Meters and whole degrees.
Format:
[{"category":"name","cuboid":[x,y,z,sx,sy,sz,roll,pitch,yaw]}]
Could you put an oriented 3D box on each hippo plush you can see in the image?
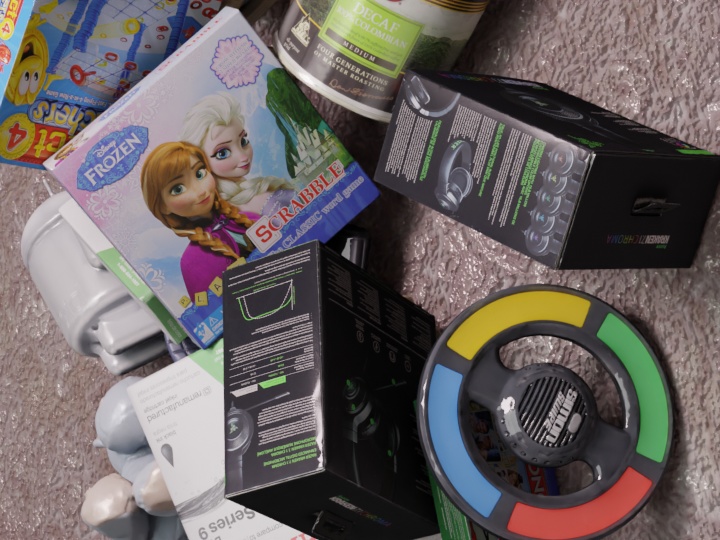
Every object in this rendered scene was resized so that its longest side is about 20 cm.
[{"category":"hippo plush","cuboid":[-0.169,0.181,1.792,0.159,0.200,0.161,-13,54,2]}]

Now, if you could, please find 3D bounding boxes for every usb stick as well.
[{"category":"usb stick","cuboid":[-0.022,0.059,1.662,0.055,0.033,0.200,13,101,41]}]

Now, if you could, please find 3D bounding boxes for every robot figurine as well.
[{"category":"robot figurine","cuboid":[-0.250,0.002,1.859,0.200,0.113,0.170,57,159,27]}]

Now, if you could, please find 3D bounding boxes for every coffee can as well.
[{"category":"coffee can","cuboid":[0.035,-0.239,1.575,0.146,0.146,0.200,45,119,33]}]

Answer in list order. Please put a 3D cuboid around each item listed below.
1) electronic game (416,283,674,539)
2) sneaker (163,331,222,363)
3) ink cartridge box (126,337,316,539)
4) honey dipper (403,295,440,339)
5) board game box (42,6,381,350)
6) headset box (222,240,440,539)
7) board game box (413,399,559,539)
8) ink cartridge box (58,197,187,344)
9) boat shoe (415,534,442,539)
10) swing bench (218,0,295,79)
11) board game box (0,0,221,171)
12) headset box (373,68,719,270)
[{"category":"electronic game","cuboid":[0.140,0.108,1.462,0.042,0.200,0.200,132,127,-72]},{"category":"sneaker","cuboid":[-0.147,0.018,1.772,0.082,0.074,0.200,88,173,-55]},{"category":"ink cartridge box","cuboid":[-0.084,0.157,1.631,0.146,0.084,0.200,-28,81,22]},{"category":"honey dipper","cuboid":[0.000,0.000,1.685,0.200,0.038,0.038,50,121,34]},{"category":"board game box","cuboid":[-0.118,-0.074,1.590,0.200,0.200,0.041,-42,20,-7]},{"category":"headset box","cuboid":[-0.018,0.107,1.495,0.093,0.174,0.200,-19,60,28]},{"category":"board game box","cuboid":[0.110,0.193,1.513,0.029,0.134,0.200,-20,77,37]},{"category":"ink cartridge box","cuboid":[-0.137,-0.057,1.705,0.200,0.088,0.145,-42,54,-7]},{"category":"boat shoe","cuboid":[0.051,0.250,1.613,0.086,0.075,0.202,40,132,7]},{"category":"swing bench","cuboid":[-0.128,-0.302,1.737,0.199,0.130,0.200,37,114,37]},{"category":"board game box","cuboid":[-0.220,-0.177,1.591,0.056,0.200,0.196,28,103,37]},{"category":"headset box","cuboid":[0.146,-0.072,1.453,0.200,0.174,0.093,29,110,40]}]
